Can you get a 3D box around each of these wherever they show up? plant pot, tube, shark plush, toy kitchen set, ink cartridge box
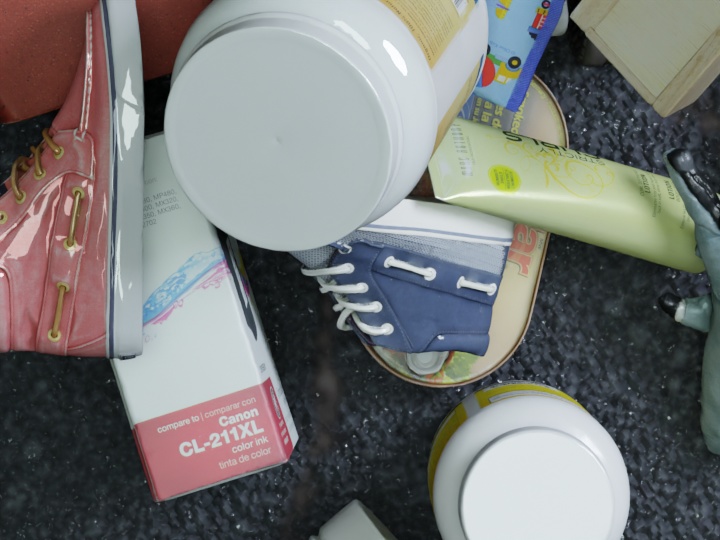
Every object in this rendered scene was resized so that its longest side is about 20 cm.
[{"bbox_3d":[-0.167,-0.193,1.673,0.199,0.200,0.177,-17,102,0],"label":"plant pot"},{"bbox_3d":[0.122,-0.045,1.700,0.199,0.058,0.052,15,89,-25],"label":"tube"},{"bbox_3d":[0.213,0.025,1.703,0.083,0.091,0.201,-11,131,23],"label":"shark plush"},{"bbox_3d":[0.213,-0.227,1.634,0.163,0.200,0.181,48,128,12],"label":"toy kitchen set"},{"bbox_3d":[-0.106,0.021,1.694,0.082,0.146,0.201,-17,92,2],"label":"ink cartridge box"}]

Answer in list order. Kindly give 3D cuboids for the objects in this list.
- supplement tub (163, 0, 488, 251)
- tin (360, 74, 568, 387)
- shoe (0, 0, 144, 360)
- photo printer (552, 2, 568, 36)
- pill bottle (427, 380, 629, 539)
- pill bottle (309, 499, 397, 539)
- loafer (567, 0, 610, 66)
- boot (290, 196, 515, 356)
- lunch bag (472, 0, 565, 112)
[{"bbox_3d":[-0.018,-0.105,1.563,0.144,0.200,0.146,6,114,13],"label":"supplement tub"},{"bbox_3d":[0.059,-0.030,1.748,0.111,0.042,0.201,14,92,3],"label":"tin"},{"bbox_3d":[-0.163,-0.051,1.583,0.090,0.071,0.202,0,96,-5],"label":"shoe"},{"bbox_3d":[0.018,-0.214,1.726,0.199,0.069,0.168,-6,92,0],"label":"photo printer"},{"bbox_3d":[0.095,0.125,1.671,0.112,0.200,0.113,0,92,0],"label":"pill bottle"},{"bbox_3d":[-0.048,0.233,1.717,0.200,0.114,0.114,-42,91,1],"label":"pill bottle"},{"bbox_3d":[0.173,-0.218,1.733,0.071,0.073,0.201,9,97,-11],"label":"loafer"},{"bbox_3d":[0.000,0.000,1.664,0.199,0.073,0.091,6,95,-30],"label":"boot"},{"bbox_3d":[0.054,-0.197,1.659,0.150,0.094,0.201,23,105,1],"label":"lunch bag"}]
